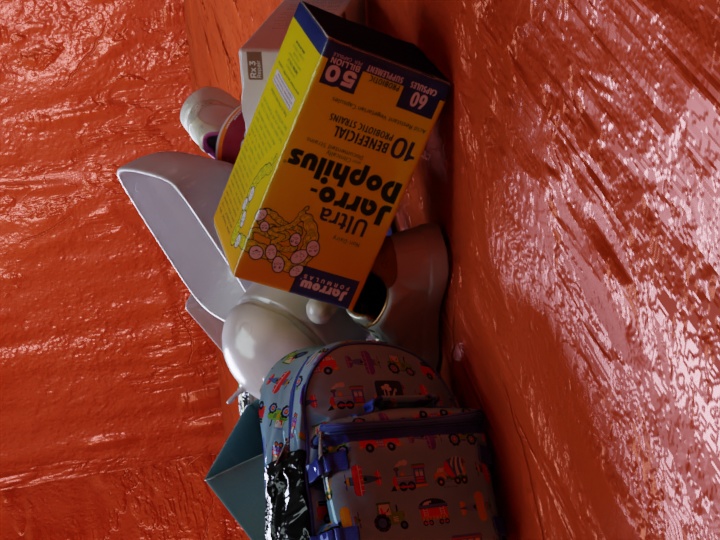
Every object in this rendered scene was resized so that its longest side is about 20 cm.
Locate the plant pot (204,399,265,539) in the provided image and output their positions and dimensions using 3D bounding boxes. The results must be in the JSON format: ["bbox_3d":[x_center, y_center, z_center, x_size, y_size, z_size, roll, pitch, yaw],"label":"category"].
[{"bbox_3d":[-0.017,0.212,1.252,0.201,0.140,0.142,59,-158,-13],"label":"plant pot"}]

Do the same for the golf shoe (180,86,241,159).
[{"bbox_3d":[-0.103,-0.122,1.473,0.076,0.198,0.092,-56,29,21],"label":"golf shoe"}]

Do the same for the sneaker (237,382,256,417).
[{"bbox_3d":[-0.095,0.133,1.508,0.076,0.075,0.202,-126,33,-58],"label":"sneaker"}]

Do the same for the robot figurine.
[{"bbox_3d":[-0.048,0.040,1.221,0.113,0.201,0.170,38,152,-2],"label":"robot figurine"}]

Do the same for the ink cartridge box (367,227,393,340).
[{"bbox_3d":[0.000,0.000,1.385,0.201,0.046,0.199,91,168,-51],"label":"ink cartridge box"}]

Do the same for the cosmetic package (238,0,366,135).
[{"bbox_3d":[-0.046,-0.179,1.212,0.201,0.073,0.103,-70,-21,-60],"label":"cosmetic package"}]

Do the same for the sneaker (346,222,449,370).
[{"bbox_3d":[0.024,0.036,1.178,0.201,0.084,0.073,92,163,-48],"label":"sneaker"}]

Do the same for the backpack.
[{"bbox_3d":[0.013,0.142,1.077,0.134,0.180,0.202,-42,49,54],"label":"backpack"}]

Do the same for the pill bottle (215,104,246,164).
[{"bbox_3d":[-0.055,-0.109,1.334,0.199,0.112,0.115,15,115,59],"label":"pill bottle"}]

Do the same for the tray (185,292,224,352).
[{"bbox_3d":[-0.140,-0.005,1.684,0.108,0.022,0.201,53,-128,-42],"label":"tray"}]

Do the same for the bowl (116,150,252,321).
[{"bbox_3d":[-0.147,-0.039,1.383,0.199,0.074,0.201,14,138,59],"label":"bowl"}]

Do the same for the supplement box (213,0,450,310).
[{"bbox_3d":[-0.027,-0.090,1.081,0.202,0.108,0.110,-66,23,19],"label":"supplement box"}]
